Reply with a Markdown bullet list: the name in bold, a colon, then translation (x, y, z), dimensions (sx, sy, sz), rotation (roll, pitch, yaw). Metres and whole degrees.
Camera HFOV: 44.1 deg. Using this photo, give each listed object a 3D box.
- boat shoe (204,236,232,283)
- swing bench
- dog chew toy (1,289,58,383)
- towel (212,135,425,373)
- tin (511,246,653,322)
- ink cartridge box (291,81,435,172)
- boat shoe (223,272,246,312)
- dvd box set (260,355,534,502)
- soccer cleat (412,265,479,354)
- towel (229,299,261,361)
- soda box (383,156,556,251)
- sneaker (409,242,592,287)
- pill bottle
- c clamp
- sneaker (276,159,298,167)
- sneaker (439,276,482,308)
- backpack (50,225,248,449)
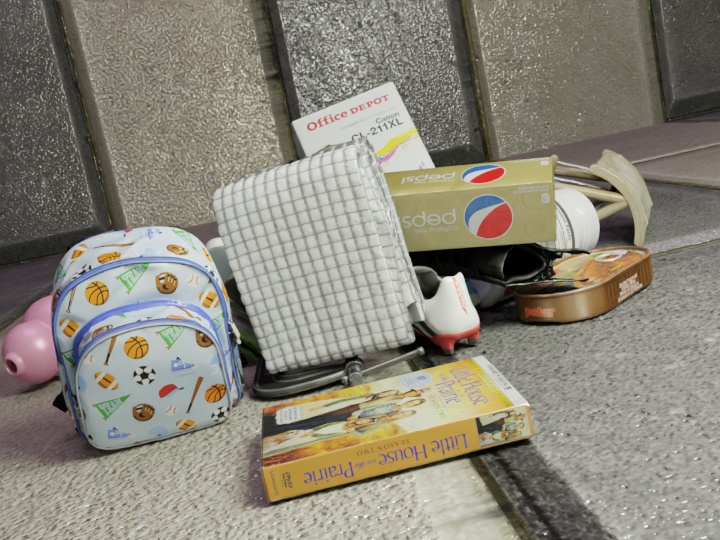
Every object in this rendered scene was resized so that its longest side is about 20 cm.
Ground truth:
- **boat shoe**: translation (-0.120, -0.012, 1.156), dimensions (0.198, 0.069, 0.074), rotation (19, -46, -36)
- **swing bench**: translation (0.323, -0.106, 1.316), dimensions (0.198, 0.131, 0.199), rotation (-8, 10, 21)
- **dog chew toy**: translation (-0.387, 0.081, 1.169), dimensions (0.124, 0.126, 0.200), rotation (-6, 20, 29)
- **towel**: translation (-0.036, -0.013, 0.877), dimensions (0.164, 0.202, 0.086), rotation (-15, 14, 16)
- **tin**: translation (0.250, 0.014, 0.994), dimensions (0.111, 0.042, 0.199), rotation (3, 18, 43)
- **ink cartridge box**: translation (0.014, -0.115, 1.120), dimensions (0.145, 0.201, 0.083), rotation (-23, -19, -5)
- **boat shoe**: translation (-0.097, -0.008, 1.020), dimensions (0.073, 0.074, 0.200), rotation (-53, 15, -29)
- **dvd box set**: translation (0.021, 0.119, 0.697), dimensions (0.198, 0.030, 0.146), rotation (-13, 10, -3)
- **soccer cleat**: translation (0.055, 0.036, 0.961), dimensions (0.068, 0.086, 0.199), rotation (-17, 11, -29)
- **towel**: translation (-0.163, 0.045, 1.109), dimensions (0.148, 0.031, 0.200), rotation (25, 12, -1)
- **soda box**: translation (0.099, -0.066, 0.909), dimensions (0.198, 0.068, 0.064), rotation (-4, 29, 14)
- **sneaker**: translation (0.134, -0.016, 0.942), dimensions (0.198, 0.061, 0.104), rotation (8, 1, -7)
- **pill bottle**: translation (0.198, -0.034, 1.098), dimensions (0.199, 0.117, 0.115), rotation (-19, 12, -36)
- **c clamp**: translation (-0.032, 0.094, 0.935), dimensions (0.169, 0.027, 0.200), rotation (-18, 12, -6)
- **sneaker**: translation (-0.121, -0.101, 1.268), dimensions (0.079, 0.131, 0.198), rotation (-6, 22, -41)
- **sneaker**: translation (0.059, 0.012, 1.074), dimensions (0.199, 0.091, 0.078), rotation (-7, 10, 45)
- **backpack**: translation (-0.204, 0.060, 0.833), dimensions (0.198, 0.192, 0.154), rotation (-15, 26, -16)
